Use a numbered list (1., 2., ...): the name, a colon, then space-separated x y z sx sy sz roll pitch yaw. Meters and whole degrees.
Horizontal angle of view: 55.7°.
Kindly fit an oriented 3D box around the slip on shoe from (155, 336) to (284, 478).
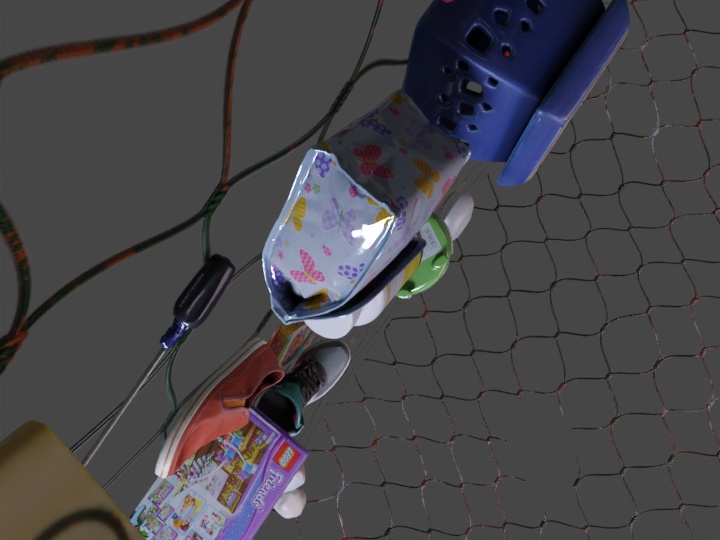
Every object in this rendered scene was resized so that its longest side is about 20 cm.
1. slip on shoe: -0.156 0.158 0.777 0.200 0.061 0.075 -47 170 -42

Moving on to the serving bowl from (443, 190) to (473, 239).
1. serving bowl: 0.325 -0.166 2.301 0.202 0.065 0.201 -55 171 -13

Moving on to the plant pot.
1. plant pot: 0.169 -0.229 0.757 0.201 0.178 0.201 -51 171 -16

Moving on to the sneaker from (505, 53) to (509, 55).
1. sneaker: 0.224 -0.366 0.915 0.204 0.070 0.113 -63 176 -5

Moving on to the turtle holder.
1. turtle holder: 0.076 -0.022 1.156 0.188 0.139 0.132 -59 172 17

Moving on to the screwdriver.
1. screwdriver: -0.165 0.071 0.531 0.201 0.029 0.028 -52 172 -6

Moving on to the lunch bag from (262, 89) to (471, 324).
1. lunch bag: 0.000 -0.048 0.677 0.169 0.127 0.201 -43 172 -48

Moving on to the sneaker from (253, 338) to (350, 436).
1. sneaker: -0.090 0.172 0.985 0.198 0.084 0.121 -38 -172 -10

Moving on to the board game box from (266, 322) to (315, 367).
1. board game box: -0.099 0.099 1.008 0.097 0.030 0.199 -59 169 20

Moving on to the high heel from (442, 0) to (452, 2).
1. high heel: 0.137 -0.310 0.590 0.200 0.067 0.097 -43 157 -29

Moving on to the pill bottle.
1. pill bottle: 0.000 0.000 0.892 0.200 0.111 0.113 -45 167 -50

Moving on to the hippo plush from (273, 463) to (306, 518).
1. hippo plush: -0.202 0.354 1.134 0.197 0.164 0.159 -6 -172 42

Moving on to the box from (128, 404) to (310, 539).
1. box: -0.172 0.265 0.834 0.202 0.136 0.039 -54 172 -7

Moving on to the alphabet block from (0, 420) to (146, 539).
1. alphabet block: -0.184 0.228 0.302 0.195 0.197 0.200 -37 -176 41
